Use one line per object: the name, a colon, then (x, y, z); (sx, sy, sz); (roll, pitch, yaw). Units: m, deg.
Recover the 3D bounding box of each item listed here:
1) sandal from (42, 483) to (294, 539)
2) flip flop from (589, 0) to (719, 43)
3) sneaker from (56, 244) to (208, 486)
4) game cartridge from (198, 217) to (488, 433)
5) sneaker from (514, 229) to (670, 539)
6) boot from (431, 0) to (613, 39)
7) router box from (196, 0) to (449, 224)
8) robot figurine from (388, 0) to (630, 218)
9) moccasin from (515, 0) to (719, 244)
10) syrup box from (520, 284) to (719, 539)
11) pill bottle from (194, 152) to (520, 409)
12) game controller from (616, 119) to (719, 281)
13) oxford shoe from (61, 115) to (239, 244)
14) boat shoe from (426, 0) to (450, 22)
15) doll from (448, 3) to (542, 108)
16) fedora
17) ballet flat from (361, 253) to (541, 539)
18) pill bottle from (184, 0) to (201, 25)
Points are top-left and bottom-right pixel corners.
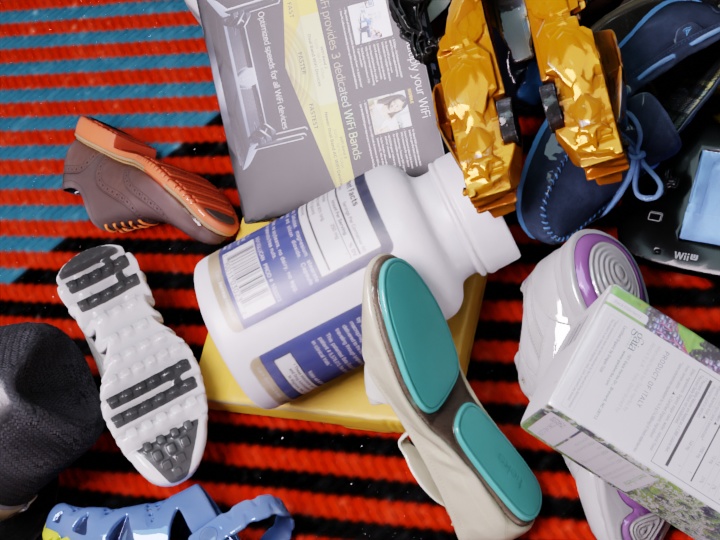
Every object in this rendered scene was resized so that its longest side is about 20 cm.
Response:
sandal: (-0.120, 0.184, 0.875); (0.197, 0.080, 0.088); (10, 64, 19)
flip flop: (0.220, -0.182, 0.922); (0.200, 0.081, 0.058); (-44, 23, -3)
sneaker: (-0.158, 0.075, 0.943); (0.074, 0.082, 0.201); (-20, 54, -12)
game cartridge: (-0.010, 0.025, 0.936); (0.197, 0.032, 0.178); (5, 66, 23)
sneaker: (0.147, 0.082, 0.820); (0.099, 0.074, 0.203); (-32, 61, 56)
boot: (0.117, -0.216, 0.992); (0.199, 0.068, 0.190); (-36, 40, 23)
router box: (-0.026, -0.148, 0.927); (0.155, 0.052, 0.203); (-11, 91, 16)
robot figurine: (0.095, -0.141, 0.806); (0.143, 0.058, 0.203); (-15, 67, 14)
moccasin: (0.175, -0.100, 0.837); (0.068, 0.080, 0.201); (25, 76, 47)
syrup box: (0.196, 0.101, 0.722); (0.199, 0.079, 0.082); (31, 75, 4)
pill bottle: (0.000, 0.000, 0.859); (0.198, 0.111, 0.112); (-27, 56, 6)
game controller: (0.266, -0.038, 0.837); (0.198, 0.042, 0.105); (12, 69, 29)
oxford shoe: (-0.168, -0.055, 1.029); (0.199, 0.071, 0.073); (32, 97, 42)
boat shoe: (0.012, -0.176, 0.979); (0.203, 0.060, 0.072); (-59, 17, 8)
doll: (0.115, -0.171, 0.882); (0.136, 0.048, 0.202); (32, 107, 43)
fedora: (-0.237, 0.092, 0.893); (0.091, 0.201, 0.202); (-26, 56, 10)
ballet flat: (0.040, 0.085, 0.805); (0.069, 0.202, 0.070); (-28, 11, 6)
pill bottle: (-0.033, -0.240, 1.033); (0.200, 0.113, 0.113); (-41, 55, -1)
